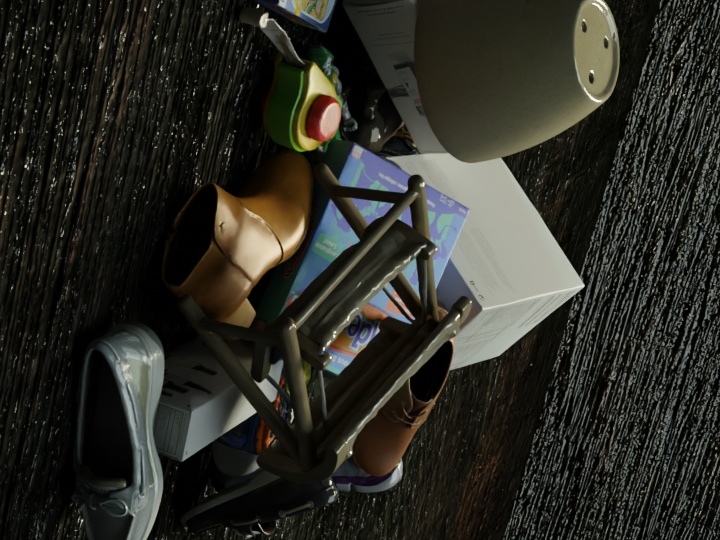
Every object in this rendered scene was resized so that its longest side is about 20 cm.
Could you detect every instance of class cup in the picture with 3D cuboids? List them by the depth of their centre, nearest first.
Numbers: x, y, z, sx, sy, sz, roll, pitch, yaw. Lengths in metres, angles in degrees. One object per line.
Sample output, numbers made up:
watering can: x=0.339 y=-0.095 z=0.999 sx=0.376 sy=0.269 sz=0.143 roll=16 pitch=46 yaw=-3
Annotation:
cup: x=0.162 y=-0.207 z=1.551 sx=0.200 sy=0.143 sz=0.201 roll=3 pitch=87 yaw=-56

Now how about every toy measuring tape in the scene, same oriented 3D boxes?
toy measuring tape: x=-0.067 y=-0.155 z=1.424 sx=0.074 sy=0.073 sz=0.200 roll=-67 pitch=154 yaw=-12

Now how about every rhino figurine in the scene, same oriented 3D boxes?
rhino figurine: x=0.027 y=-0.181 z=1.701 sx=0.200 sy=0.060 sz=0.088 roll=-45 pitch=144 yaw=-52

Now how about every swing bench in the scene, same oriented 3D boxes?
swing bench: x=-0.016 y=0.050 z=1.376 sx=0.199 sy=0.129 sz=0.201 roll=-47 pitch=130 yaw=-31

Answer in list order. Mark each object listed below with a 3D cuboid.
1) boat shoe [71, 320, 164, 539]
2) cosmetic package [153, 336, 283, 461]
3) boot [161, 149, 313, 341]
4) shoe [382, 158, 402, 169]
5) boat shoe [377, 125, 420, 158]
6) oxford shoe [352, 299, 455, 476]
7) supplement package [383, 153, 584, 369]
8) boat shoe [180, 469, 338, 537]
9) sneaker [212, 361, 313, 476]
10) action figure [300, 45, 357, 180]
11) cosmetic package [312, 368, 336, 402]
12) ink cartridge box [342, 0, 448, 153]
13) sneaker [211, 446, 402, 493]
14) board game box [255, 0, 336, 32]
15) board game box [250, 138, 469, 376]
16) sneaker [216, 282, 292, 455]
boat shoe: x=-0.201 y=0.142 z=1.304 sx=0.065 sy=0.074 sz=0.203 roll=-26 pitch=129 yaw=-60
cosmetic package: x=-0.144 y=0.105 z=1.426 sx=0.200 sy=0.082 sz=0.051 roll=-30 pitch=137 yaw=-68
boot: x=-0.105 y=-0.046 z=1.410 sx=0.144 sy=0.070 sz=0.202 roll=63 pitch=44 yaw=-61
shoe: x=-0.009 y=-0.011 z=1.604 sx=0.091 sy=0.071 sz=0.201 roll=83 pitch=28 yaw=-81
boat shoe: x=0.042 y=-0.139 z=1.808 sx=0.200 sy=0.070 sz=0.091 roll=14 pitch=86 yaw=-76
oxford shoe: x=0.040 y=0.128 z=1.588 sx=0.071 sy=0.071 sz=0.201 roll=-114 pitch=-142 yaw=-56
supplement package: x=0.090 y=-0.008 z=1.715 sx=0.200 sy=0.192 sz=0.147 roll=-10 pitch=153 yaw=-51
boat shoe: x=-0.098 y=0.227 z=1.571 sx=0.200 sy=0.061 sz=0.074 roll=-31 pitch=177 yaw=36
sneaker: x=-0.088 y=0.134 z=1.660 sx=0.105 sy=0.075 sz=0.201 roll=81 pitch=31 yaw=-60
action figure: x=-0.039 y=-0.132 z=1.564 sx=0.118 sy=0.054 sz=0.201 roll=-53 pitch=153 yaw=-40
cosmetic package: x=-0.010 y=0.084 z=1.750 sx=0.200 sy=0.071 sz=0.102 roll=-83 pitch=180 yaw=-48
ink cartridge box: x=0.079 y=-0.237 z=1.628 sx=0.200 sy=0.084 sz=0.146 roll=61 pitch=43 yaw=-39
sneaker: x=-0.055 y=0.182 z=1.663 sx=0.075 sy=0.199 sz=0.088 roll=-112 pitch=-160 yaw=-56
board game box: x=-0.033 y=-0.315 z=1.394 sx=0.135 sy=0.034 sz=0.201 roll=4 pitch=104 yaw=-74
board game box: x=0.000 y=0.000 z=1.520 sx=0.152 sy=0.045 sz=0.201 roll=26 pitch=84 yaw=-32
sneaker: x=-0.101 y=0.089 z=1.575 sx=0.076 sy=0.078 sz=0.201 roll=83 pitch=13 yaw=-48
